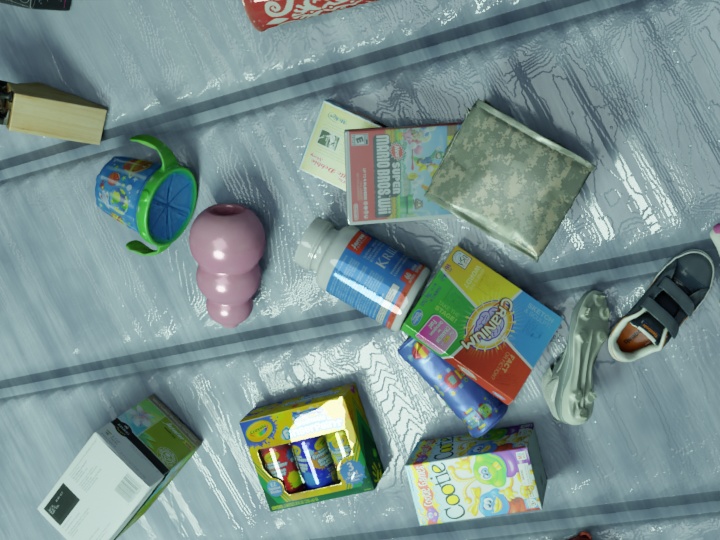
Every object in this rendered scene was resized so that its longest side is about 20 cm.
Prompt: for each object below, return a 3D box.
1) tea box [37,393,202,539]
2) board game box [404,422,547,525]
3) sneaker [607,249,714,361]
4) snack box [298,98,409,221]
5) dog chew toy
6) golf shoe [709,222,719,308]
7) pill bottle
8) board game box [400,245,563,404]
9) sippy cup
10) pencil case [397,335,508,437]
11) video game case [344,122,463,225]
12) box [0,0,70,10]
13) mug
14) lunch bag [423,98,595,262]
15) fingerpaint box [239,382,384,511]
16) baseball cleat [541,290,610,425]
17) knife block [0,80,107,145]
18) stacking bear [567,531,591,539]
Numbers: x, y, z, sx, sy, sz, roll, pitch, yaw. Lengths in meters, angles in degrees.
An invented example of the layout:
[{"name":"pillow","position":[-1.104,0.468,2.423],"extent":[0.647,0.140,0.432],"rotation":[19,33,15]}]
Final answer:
[{"name":"tea box","position":[-0.410,0.351,1.644],"extent":[0.133,0.197,0.200],"rotation":[42,111,4]},{"name":"board game box","position":[0.184,0.321,1.510],"extent":[0.197,0.105,0.105],"rotation":[-13,98,18]},{"name":"sneaker","position":[0.439,0.059,1.389],"extent":[0.078,0.079,0.201],"rotation":[39,109,5]},{"name":"snack box","position":[0.013,-0.172,1.481],"extent":[0.198,0.037,0.118],"rotation":[26,107,9]},{"name":"dog chew toy","position":[-0.215,-0.003,1.549],"extent":[0.123,0.125,0.203],"rotation":[8,113,14]},{"name":"golf shoe","position":[0.540,0.031,1.356],"extent":[0.091,0.075,0.202],"rotation":[-31,91,24]},{"name":"pill bottle","position":[0.000,0.000,1.486],"extent":[0.198,0.112,0.113],"rotation":[29,109,7]},{"name":"board game box","position":[0.184,0.081,1.447],"extent":[0.199,0.040,0.154],"rotation":[34,75,6]},{"name":"sippy cup","position":[-0.358,-0.123,1.561],"extent":[0.129,0.140,0.180],"rotation":[20,83,22]},{"name":"pencil case","position":[0.142,0.166,1.501],"extent":[0.078,0.087,0.200],"rotation":[-42,90,-4]},{"name":"video game case","position":[0.075,-0.145,1.430],"extent":[0.197,0.017,0.145],"rotation":[-5,111,-7]},{"name":"box","position":[-0.536,-0.527,1.521],"extent":[0.130,0.115,0.203],"rotation":[14,105,14]},{"name":"mug","position":[-0.071,-0.456,1.393],"extent":[0.197,0.133,0.180],"rotation":[-6,103,14]},{"name":"lunch bag","position":[0.209,-0.133,1.383],"extent":[0.198,0.118,0.165],"rotation":[30,101,1]},{"name":"fingerpaint box","position":[-0.082,0.297,1.600],"extent":[0.197,0.073,0.169],"rotation":[-15,98,19]},{"name":"baseball cleat","position":[0.318,0.129,1.445],"extent":[0.069,0.106,0.203],"rotation":[17,80,-25]},{"name":"knife block","position":[-0.539,-0.258,1.551],"extent":[0.198,0.176,0.065],"rotation":[21,109,10]},{"name":"stacking bear","position":[0.295,0.494,1.518],"extent":[0.199,0.114,0.122],"rotation":[-33,62,10]}]
